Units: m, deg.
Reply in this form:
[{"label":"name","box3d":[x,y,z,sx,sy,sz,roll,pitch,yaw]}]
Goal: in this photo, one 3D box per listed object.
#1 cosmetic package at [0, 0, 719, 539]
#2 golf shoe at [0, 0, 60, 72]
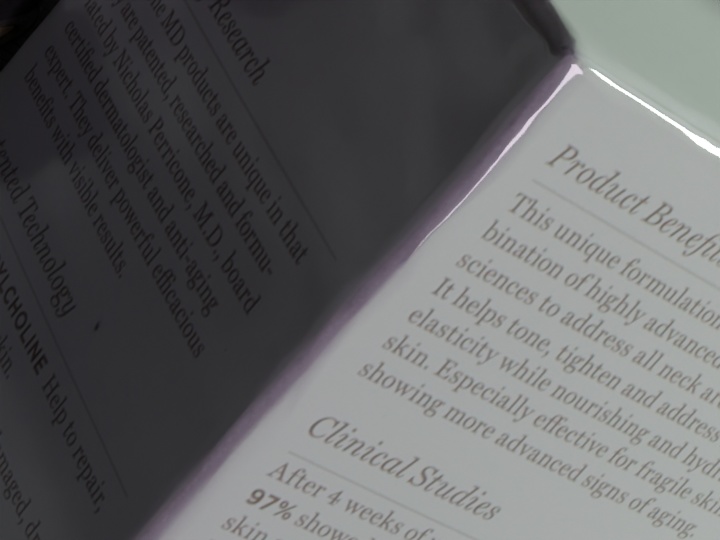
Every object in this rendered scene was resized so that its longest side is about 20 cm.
[{"label":"cosmetic package","box3d":[0.009,0.006,0.706,0.167,0.166,0.200,28,111,-40]},{"label":"golf shoe","box3d":[-0.079,-0.057,0.781,0.200,0.078,0.095,3,129,-28]}]
